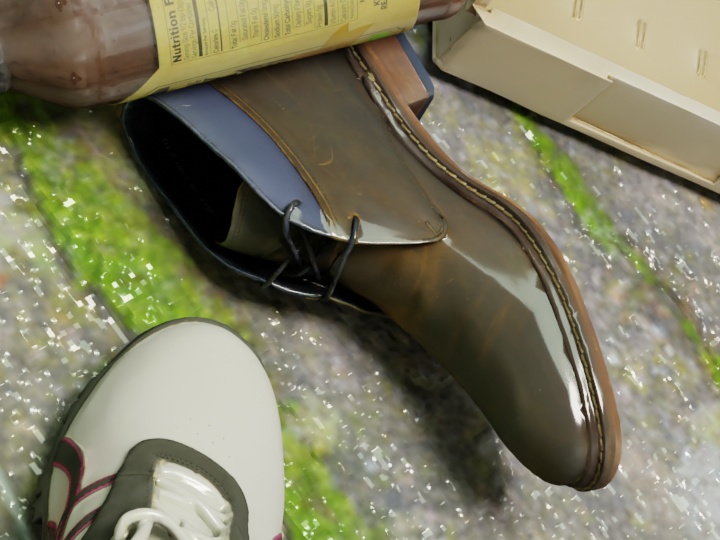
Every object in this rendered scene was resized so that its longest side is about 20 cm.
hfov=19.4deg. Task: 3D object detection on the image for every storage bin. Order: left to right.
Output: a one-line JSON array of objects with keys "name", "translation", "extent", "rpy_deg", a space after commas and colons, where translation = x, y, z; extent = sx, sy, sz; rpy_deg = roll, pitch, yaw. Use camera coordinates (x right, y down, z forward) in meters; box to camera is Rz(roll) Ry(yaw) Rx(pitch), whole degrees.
[{"name": "storage bin", "translation": [0.138, -0.144, 0.840], "extent": [0.199, 0.094, 0.199], "rpy_deg": [22, 58, -20]}]

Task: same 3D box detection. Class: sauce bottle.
[{"name": "sauce bottle", "translation": [-0.065, -0.089, 0.668], "extent": [0.199, 0.065, 0.065], "rpy_deg": [-14, 67, -13]}]

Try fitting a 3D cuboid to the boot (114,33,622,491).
[{"name": "boot", "translation": [0.000, 0.000, 0.691], "extent": [0.097, 0.075, 0.200], "rpy_deg": [-18, 62, -29]}]

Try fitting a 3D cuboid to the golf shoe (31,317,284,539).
[{"name": "golf shoe", "translation": [-0.052, 0.086, 0.580], "extent": [0.077, 0.088, 0.201], "rpy_deg": [26, 48, -14]}]
